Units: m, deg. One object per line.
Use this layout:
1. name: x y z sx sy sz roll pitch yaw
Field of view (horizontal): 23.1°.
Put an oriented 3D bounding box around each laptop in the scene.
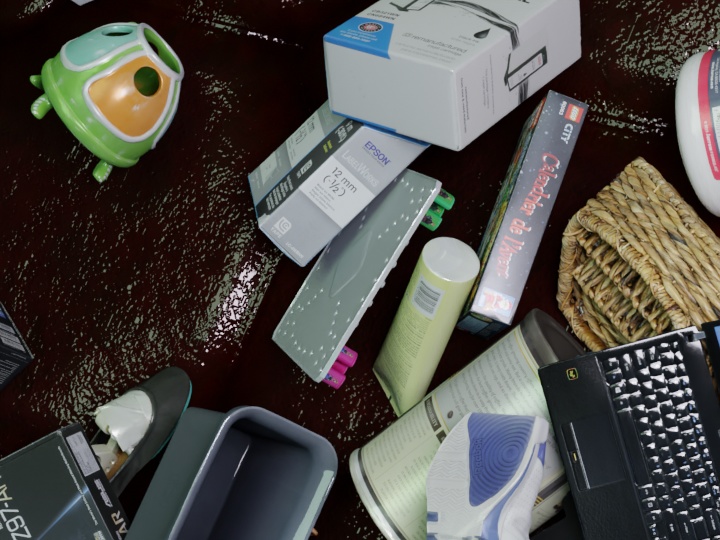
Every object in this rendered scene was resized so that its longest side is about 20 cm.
1. laptop: 0.248 0.133 1.292 0.200 0.103 0.177 -15 89 7

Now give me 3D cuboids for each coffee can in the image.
1. coffee can: 0.112 0.149 1.458 0.200 0.146 0.146 -39 57 13

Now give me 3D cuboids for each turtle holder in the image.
1. turtle holder: -0.247 -0.186 1.819 0.132 0.186 0.141 -40 89 13

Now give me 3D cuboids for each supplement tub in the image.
1. supplement tub: 0.366 -0.124 1.414 0.200 0.140 0.141 -10 67 27

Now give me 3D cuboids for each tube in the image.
1. tube: 0.052 0.054 1.539 0.052 0.200 0.058 21 45 1

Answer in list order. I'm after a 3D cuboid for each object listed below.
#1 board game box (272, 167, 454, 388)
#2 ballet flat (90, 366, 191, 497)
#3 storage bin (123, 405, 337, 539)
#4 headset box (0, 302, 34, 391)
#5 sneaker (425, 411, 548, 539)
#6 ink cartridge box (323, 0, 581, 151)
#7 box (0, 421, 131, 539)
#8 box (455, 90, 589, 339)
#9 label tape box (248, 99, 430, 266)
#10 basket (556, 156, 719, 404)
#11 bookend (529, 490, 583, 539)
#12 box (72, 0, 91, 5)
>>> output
1. board game box: 0.000 0.000 1.587 0.200 0.026 0.200 -58 17 0
2. ballet flat: -0.239 0.174 1.706 0.068 0.068 0.200 35 91 37
3. storage bin: -0.124 0.220 1.592 0.134 0.145 0.200 14 77 61
4. headset box: -0.472 0.105 1.807 0.200 0.174 0.093 -44 57 11
5. sneaker: 0.099 0.214 1.356 0.080 0.115 0.200 5 67 31
6. ink cartridge box: 0.085 -0.200 1.578 0.146 0.084 0.200 18 41 33
7. box: -0.293 0.266 1.667 0.160 0.044 0.200 -27 88 19
8. box: 0.136 -0.045 1.526 0.038 0.137 0.200 20 81 0
9. label tape box: -0.011 -0.113 1.640 0.200 0.066 0.143 -45 20 11
10. basket: 0.240 0.029 1.430 0.149 0.143 0.200 -42 56 10
11. bookend: 0.147 0.316 1.408 0.200 0.092 0.199 -35 56 17
12. box: -0.283 -0.419 1.932 0.152 0.106 0.200 -17 64 24
